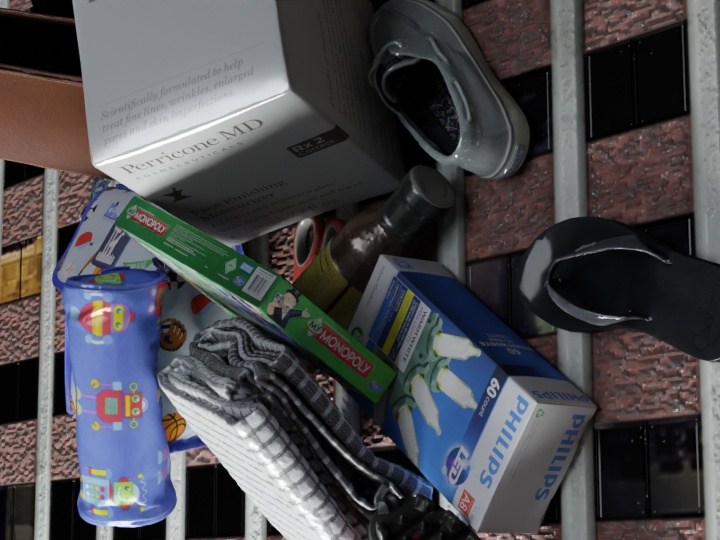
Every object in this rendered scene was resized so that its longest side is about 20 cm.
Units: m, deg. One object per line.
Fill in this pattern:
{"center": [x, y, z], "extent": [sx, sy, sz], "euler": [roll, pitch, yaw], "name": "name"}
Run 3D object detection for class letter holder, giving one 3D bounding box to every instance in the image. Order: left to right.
{"center": [-0.253, -0.162, 1.440], "extent": [0.200, 0.141, 0.101], "euler": [88, -169, -71], "name": "letter holder"}

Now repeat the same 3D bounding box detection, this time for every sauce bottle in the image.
{"center": [0.000, 0.000, 1.326], "extent": [0.200, 0.065, 0.065], "euler": [-46, 50, 37], "name": "sauce bottle"}

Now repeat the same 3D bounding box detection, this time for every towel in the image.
{"center": [-0.048, 0.119, 1.262], "extent": [0.086, 0.166, 0.200], "euler": [-42, 17, -14], "name": "towel"}

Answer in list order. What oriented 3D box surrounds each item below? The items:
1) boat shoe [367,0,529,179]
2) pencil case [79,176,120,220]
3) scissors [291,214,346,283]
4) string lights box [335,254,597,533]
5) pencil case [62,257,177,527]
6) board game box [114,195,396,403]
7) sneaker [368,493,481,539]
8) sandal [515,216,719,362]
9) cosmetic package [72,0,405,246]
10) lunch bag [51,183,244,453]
{"center": [0.047, -0.139, 1.279], "extent": [0.070, 0.071, 0.201], "euler": [-61, 42, 26], "name": "boat shoe"}
{"center": [-0.196, -0.129, 1.591], "extent": [0.089, 0.077, 0.201], "euler": [-130, 51, -81], "name": "pencil case"}
{"center": [-0.054, 0.046, 1.430], "extent": [0.073, 0.014, 0.201], "euler": [37, 113, 50], "name": "scissors"}
{"center": [0.067, 0.082, 1.226], "extent": [0.200, 0.059, 0.103], "euler": [44, 118, 47], "name": "string lights box"}
{"center": [-0.182, 0.091, 1.353], "extent": [0.087, 0.078, 0.201], "euler": [-106, 14, -77], "name": "pencil case"}
{"center": [-0.077, 0.018, 1.264], "extent": [0.200, 0.135, 0.029], "euler": [28, 80, 49], "name": "board game box"}
{"center": [0.072, 0.234, 1.154], "extent": [0.200, 0.071, 0.098], "euler": [47, 154, 23], "name": "sneaker"}
{"center": [0.165, 0.007, 1.121], "extent": [0.200, 0.043, 0.076], "euler": [12, 93, 53], "name": "sandal"}
{"center": [-0.087, -0.141, 1.312], "extent": [0.164, 0.200, 0.166], "euler": [-19, 67, 20], "name": "cosmetic package"}
{"center": [-0.171, 0.035, 1.474], "extent": [0.170, 0.123, 0.201], "euler": [15, 106, 53], "name": "lunch bag"}
